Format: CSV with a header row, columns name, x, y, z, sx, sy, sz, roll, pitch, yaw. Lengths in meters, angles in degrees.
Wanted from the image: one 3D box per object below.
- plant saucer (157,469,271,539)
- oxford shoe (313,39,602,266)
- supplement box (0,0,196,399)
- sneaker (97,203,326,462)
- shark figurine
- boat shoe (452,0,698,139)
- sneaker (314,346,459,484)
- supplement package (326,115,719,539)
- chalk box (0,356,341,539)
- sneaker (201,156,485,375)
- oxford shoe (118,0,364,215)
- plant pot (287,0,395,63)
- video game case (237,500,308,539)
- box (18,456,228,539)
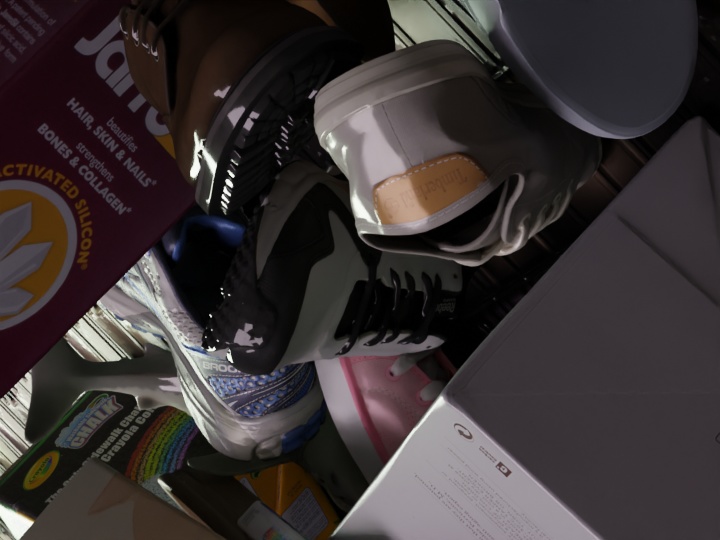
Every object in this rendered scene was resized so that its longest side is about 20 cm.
name,x,y,z,sx,sy,sz,roll,pitch,yaw
plant saucer,-0.022,0.165,1.113,0.200,0.029,0.200,42,172,8
oxford shoe,0.038,-0.029,0.739,0.058,0.075,0.200,67,-165,10
supplement box,-0.135,-0.050,0.877,0.086,0.200,0.110,42,176,44
sneaker,-0.078,-0.007,1.039,0.200,0.077,0.086,46,151,34
shark figurine,-0.061,0.047,1.097,0.213,0.128,0.090,16,110,20
boat shoe,0.028,-0.128,0.704,0.201,0.071,0.091,54,163,-15
sneaker,0.055,0.080,1.000,0.104,0.075,0.201,-21,91,25
supplement package,0.118,0.090,0.803,0.191,0.147,0.200,43,157,5
chalk box,-0.122,0.145,1.315,0.199,0.125,0.124,18,145,48
sneaker,0.000,0.000,0.862,0.080,0.200,0.074,30,110,8
oxford shoe,-0.050,-0.069,0.748,0.084,0.073,0.200,46,176,-6
plant pot,-0.055,-0.138,0.794,0.200,0.027,0.200,43,177,3
video game case,0.017,0.159,0.904,0.143,0.018,0.200,45,173,-9
box,-0.084,0.159,1.007,0.095,0.078,0.200,45,168,-25
